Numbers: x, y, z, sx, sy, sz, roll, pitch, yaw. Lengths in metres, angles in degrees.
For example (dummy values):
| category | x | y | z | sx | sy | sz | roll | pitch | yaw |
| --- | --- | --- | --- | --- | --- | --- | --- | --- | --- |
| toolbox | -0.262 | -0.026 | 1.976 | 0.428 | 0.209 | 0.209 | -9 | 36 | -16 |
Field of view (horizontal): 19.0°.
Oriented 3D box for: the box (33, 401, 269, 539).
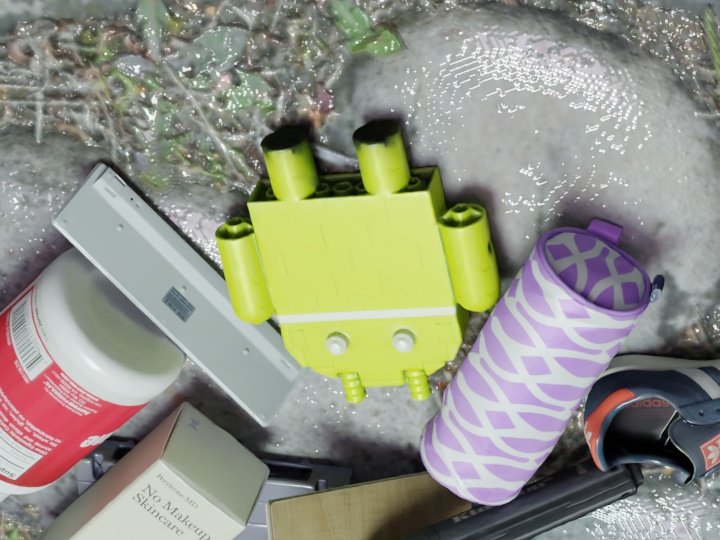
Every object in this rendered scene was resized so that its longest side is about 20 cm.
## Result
| category | x | y | z | sx | sy | sz | roll | pitch | yaw |
| --- | --- | --- | --- | --- | --- | --- | --- | --- | --- |
| box | -0.157 | 0.184 | 1.486 | 0.082 | 0.068 | 0.200 | 38 | 125 | -12 |

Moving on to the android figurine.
| category | x | y | z | sx | sy | sz | roll | pitch | yaw |
| --- | --- | --- | --- | --- | --- | --- | --- | --- | --- |
| android figurine | 0.000 | 0.000 | 1.375 | 0.181 | 0.041 | 0.201 | -2 | 121 | 16 |

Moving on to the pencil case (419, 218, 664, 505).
| category | x | y | z | sx | sy | sz | roll | pitch | yaw |
| --- | --- | --- | --- | --- | --- | --- | --- | --- | --- |
| pencil case | 0.108 | 0.058 | 1.356 | 0.084 | 0.086 | 0.200 | 24 | 126 | -10 |

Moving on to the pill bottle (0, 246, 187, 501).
| category | x | y | z | sx | sy | sz | roll | pitch | yaw |
| --- | --- | --- | --- | --- | --- | --- | --- | --- | --- |
| pill bottle | -0.216 | 0.079 | 1.442 | 0.112 | 0.112 | 0.200 | 42 | 124 | -14 |

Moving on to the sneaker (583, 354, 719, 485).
| category | x | y | z | sx | sy | sz | roll | pitch | yaw |
| --- | --- | --- | --- | --- | --- | --- | --- | --- | --- |
| sneaker | 0.236 | 0.094 | 1.345 | 0.199 | 0.085 | 0.075 | -10 | 120 | 21 |

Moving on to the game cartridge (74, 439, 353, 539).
| category | x | y | z | sx | sy | sz | roll | pitch | yaw |
| --- | --- | --- | --- | --- | --- | --- | --- | --- | --- |
| game cartridge | -0.101 | 0.186 | 1.533 | 0.199 | 0.038 | 0.130 | 6 | 128 | 11 |

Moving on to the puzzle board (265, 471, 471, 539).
| category | x | y | z | sx | sy | sz | roll | pitch | yaw |
| --- | --- | --- | --- | --- | --- | --- | --- | --- | --- |
| puzzle board | 0.013 | 0.242 | 1.446 | 0.150 | 0.017 | 0.201 | -7 | 95 | -27 |

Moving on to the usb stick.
| category | x | y | z | sx | sy | sz | roll | pitch | yaw |
| --- | --- | --- | --- | --- | --- | --- | --- | --- | --- |
| usb stick | 0.090 | 0.167 | 1.410 | 0.199 | 0.055 | 0.033 | -22 | 90 | -3 |

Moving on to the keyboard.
| category | x | y | z | sx | sy | sz | roll | pitch | yaw |
| --- | --- | --- | --- | --- | --- | --- | --- | --- | --- |
| keyboard | -0.116 | 0.017 | 1.409 | 0.200 | 0.056 | 0.011 | 45 | 156 | -16 |
